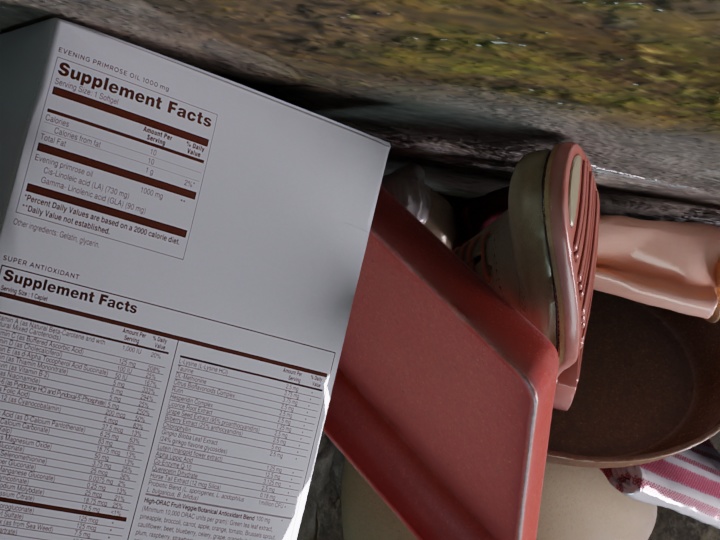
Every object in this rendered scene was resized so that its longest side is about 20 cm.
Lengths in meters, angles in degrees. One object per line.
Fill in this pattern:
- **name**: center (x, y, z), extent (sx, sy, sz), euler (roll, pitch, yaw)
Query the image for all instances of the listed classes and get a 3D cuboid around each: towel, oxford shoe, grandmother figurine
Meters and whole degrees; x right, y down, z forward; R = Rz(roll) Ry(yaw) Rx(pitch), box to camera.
- **towel**: center (0.157, 0.080, 0.795), extent (0.146, 0.030, 0.200), euler (24, -154, -40)
- **oxford shoe**: center (0.067, 0.009, 0.585), extent (0.074, 0.071, 0.200), euler (9, 150, 10)
- **grandmother figurine**: center (0.093, -0.015, 0.659), extent (0.199, 0.061, 0.121), euler (7, 150, -1)

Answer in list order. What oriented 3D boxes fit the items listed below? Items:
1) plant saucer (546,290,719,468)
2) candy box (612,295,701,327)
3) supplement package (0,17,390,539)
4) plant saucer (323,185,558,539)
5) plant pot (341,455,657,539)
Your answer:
- **plant saucer**: center (0.115, 0.042, 0.721), extent (0.200, 0.037, 0.201), euler (4, -141, -3)
- **candy box**: center (0.243, 0.018, 0.852), extent (0.136, 0.061, 0.200), euler (6, 176, 32)
- **supplement package**: center (-0.116, 0.025, 0.533), extent (0.147, 0.201, 0.191), euler (17, 174, -32)
- **plant saucer**: center (0.024, 0.047, 0.615), extent (0.037, 0.200, 0.200), euler (-28, -128, -23)
- **plant pot**: center (0.069, 0.120, 0.816), extent (0.200, 0.135, 0.200), euler (-22, -168, 5)
